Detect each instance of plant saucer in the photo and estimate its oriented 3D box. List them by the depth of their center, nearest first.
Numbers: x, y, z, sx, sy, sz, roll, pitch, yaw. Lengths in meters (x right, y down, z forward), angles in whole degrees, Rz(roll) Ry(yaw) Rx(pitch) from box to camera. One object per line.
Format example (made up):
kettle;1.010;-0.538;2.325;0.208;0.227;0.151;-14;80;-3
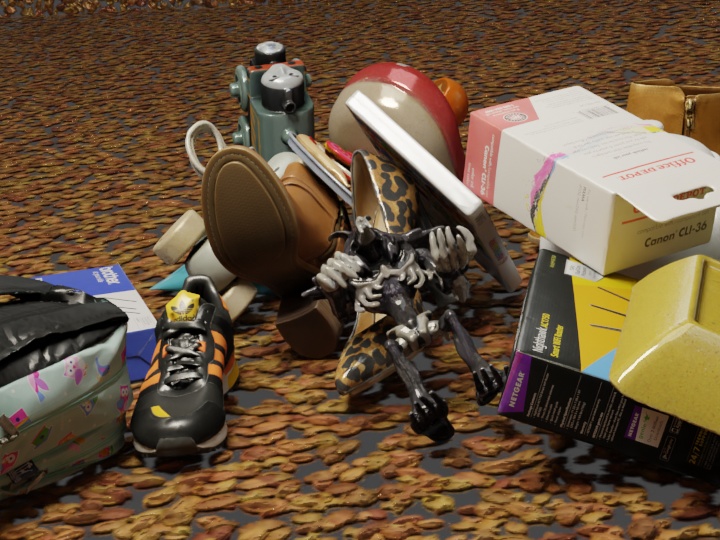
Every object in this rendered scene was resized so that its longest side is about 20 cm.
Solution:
plant saucer;0.262;0.056;1.019;0.198;0.049;0.200;22;22;7

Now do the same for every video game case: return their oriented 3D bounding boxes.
video game case;0.064;-0.061;1.341;0.143;0.018;0.200;45;-2;23

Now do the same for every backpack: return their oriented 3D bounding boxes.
backpack;-0.249;0.083;1.115;0.166;0.128;0.199;23;31;37

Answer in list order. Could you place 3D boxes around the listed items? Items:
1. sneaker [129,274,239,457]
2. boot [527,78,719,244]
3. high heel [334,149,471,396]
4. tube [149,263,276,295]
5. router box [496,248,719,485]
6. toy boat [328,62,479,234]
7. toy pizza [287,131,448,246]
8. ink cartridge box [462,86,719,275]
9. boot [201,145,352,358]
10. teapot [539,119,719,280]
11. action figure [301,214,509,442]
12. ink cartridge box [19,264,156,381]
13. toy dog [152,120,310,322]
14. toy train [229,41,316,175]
sneaker;-0.130;0.065;1.187;0.069;0.091;0.200;-5;16;4
boot;0.246;-0.099;1.501;0.198;0.146;0.071;-7;16;-2
high heel;0.000;0.000;1.242;0.071;0.143;0.200;-27;11;38
tube;-0.091;-0.001;1.479;0.198;0.051;0.077;-1;18;32
router box;0.175;0.059;1.086;0.147;0.052;0.200;17;21;4
toy boat;0.057;-0.125;1.531;0.129;0.201;0.131;20;66;27
toy pizza;0.017;-0.059;1.416;0.032;0.200;0.200;-48;19;4
ink cartridge box;0.182;-0.061;1.203;0.115;0.068;0.200;-16;35;-33
boot;-0.061;-0.047;1.310;0.073;0.201;0.155;-12;34;17
teapot;0.232;-0.050;1.342;0.197;0.148;0.198;-6;16;3
action figure;0.030;0.015;1.143;0.118;0.103;0.201;-23;53;-13
ink cartridge box;-0.228;0.045;1.368;0.093;0.045;0.200;-9;17;-16
toy dog;-0.092;-0.048;1.408;0.096;0.131;0.202;-29;38;44
toy train;-0.079;-0.120;1.617;0.084;0.202;0.114;-8;31;-15
